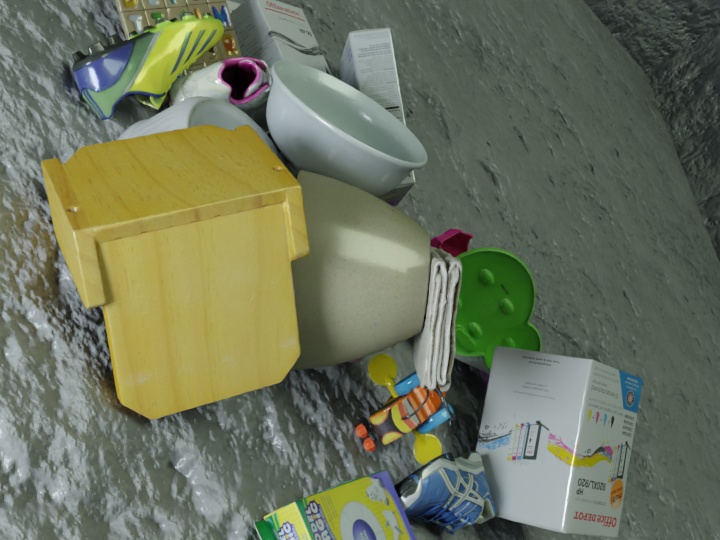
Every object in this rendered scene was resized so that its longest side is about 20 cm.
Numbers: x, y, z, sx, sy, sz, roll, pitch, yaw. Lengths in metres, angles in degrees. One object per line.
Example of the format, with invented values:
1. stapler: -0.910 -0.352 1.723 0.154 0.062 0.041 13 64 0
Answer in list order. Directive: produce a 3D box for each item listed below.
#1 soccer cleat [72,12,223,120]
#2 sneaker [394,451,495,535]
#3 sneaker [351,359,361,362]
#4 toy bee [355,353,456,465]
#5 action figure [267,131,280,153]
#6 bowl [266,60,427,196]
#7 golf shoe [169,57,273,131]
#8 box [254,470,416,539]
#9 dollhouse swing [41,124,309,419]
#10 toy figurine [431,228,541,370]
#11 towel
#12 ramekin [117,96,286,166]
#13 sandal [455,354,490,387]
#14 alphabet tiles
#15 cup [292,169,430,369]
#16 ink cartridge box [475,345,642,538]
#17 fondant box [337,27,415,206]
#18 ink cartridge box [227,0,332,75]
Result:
1. soccer cleat: -0.216 -0.216 1.090 0.199 0.064 0.085 -35 109 -44
2. sneaker: 0.098 0.253 1.158 0.198 0.075 0.078 4 55 -56
3. sneaker: 0.000 0.000 1.178 0.078 0.094 0.204 -17 93 -50
4. toy bee: 0.043 0.154 1.164 0.132 0.107 0.200 61 2 23
5. action figure: -0.077 -0.105 1.235 0.198 0.069 0.133 22 50 -44
6. bowl: -0.030 -0.140 1.149 0.199 0.091 0.202 29 21 -12
7. golf shoe: -0.121 -0.203 1.174 0.198 0.091 0.077 -19 87 -51
8. box: -0.016 0.268 0.991 0.199 0.048 0.119 -3 65 -57
9. dollhouse swing: -0.161 -0.004 0.929 0.196 0.179 0.182 -14 37 -22
10. toy figurine: 0.151 0.024 1.405 0.201 0.149 0.185 50 7 -25
11. towel: 0.080 0.047 1.080 0.200 0.034 0.136 -94 -171 -84
12. ramekin: -0.151 -0.085 1.065 0.202 0.093 0.205 40 33 -33
13. sandal: 0.173 0.135 1.432 0.201 0.050 0.083 33 24 -17
14. alphabet tiles: -0.200 -0.266 1.172 0.165 0.006 0.204 -23 99 -49
15. cup: -0.003 0.005 1.061 0.140 0.203 0.202 5 42 -1
16. ink cartridge box: 0.242 0.213 1.277 0.146 0.143 0.204 20 78 -47
17. fondant box: 0.018 -0.193 1.349 0.144 0.057 0.205 134 -52 -79
18. ink cartridge box: -0.108 -0.287 1.359 0.115 0.066 0.203 -3 66 -59
